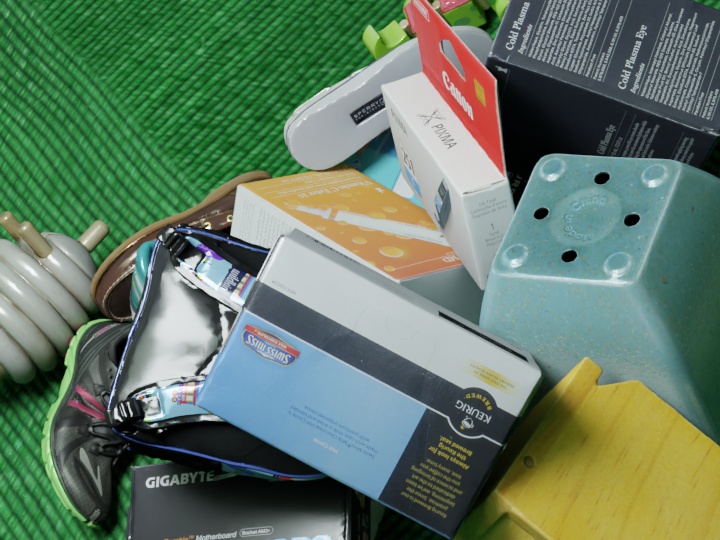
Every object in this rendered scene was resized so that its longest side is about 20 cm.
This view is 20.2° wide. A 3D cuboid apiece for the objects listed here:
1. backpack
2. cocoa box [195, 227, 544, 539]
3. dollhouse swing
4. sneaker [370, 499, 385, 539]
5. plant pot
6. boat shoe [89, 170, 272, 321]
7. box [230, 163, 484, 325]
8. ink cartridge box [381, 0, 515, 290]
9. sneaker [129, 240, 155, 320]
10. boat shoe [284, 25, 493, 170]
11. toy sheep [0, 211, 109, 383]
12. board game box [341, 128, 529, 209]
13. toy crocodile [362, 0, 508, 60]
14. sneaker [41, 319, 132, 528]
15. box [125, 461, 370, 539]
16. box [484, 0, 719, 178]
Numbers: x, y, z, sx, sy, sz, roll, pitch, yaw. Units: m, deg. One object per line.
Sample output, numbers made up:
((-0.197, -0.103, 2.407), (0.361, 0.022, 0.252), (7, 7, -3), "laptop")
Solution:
((-0.075, 0.074, 1.531), (0.200, 0.135, 0.183), (13, 75, 4), "backpack")
((0.006, 0.075, 1.390), (0.200, 0.133, 0.131), (28, 94, 0), "cocoa box")
((0.164, 0.207, 1.444), (0.200, 0.176, 0.182), (39, 62, -2), "dollhouse swing")
((-0.076, 0.202, 1.642), (0.200, 0.073, 0.085), (11, 79, 40), "sneaker")
((0.194, 0.022, 1.496), (0.196, 0.200, 0.196), (5, 55, 32), "plant pot")
((-0.146, -0.015, 1.802), (0.200, 0.070, 0.070), (-35, 47, -4), "boat shoe")
((0.000, 0.000, 1.669), (0.200, 0.124, 0.098), (31, 122, 38), "box")
((0.066, -0.108, 1.592), (0.045, 0.176, 0.200), (-19, 34, -9), "ink cartridge box")
((-0.127, 0.032, 1.672), (0.077, 0.080, 0.200), (-21, 31, -40), "sneaker")
((0.023, -0.155, 1.746), (0.200, 0.071, 0.070), (-31, 24, -1), "boat shoe")
((-0.304, 0.026, 1.842), (0.200, 0.138, 0.138), (-44, 50, -10), "toy sheep")
((0.094, -0.099, 1.744), (0.200, 0.047, 0.151), (22, 74, 37), "board game box")
((0.096, -0.243, 1.820), (0.200, 0.062, 0.068), (-27, 52, 13), "toy crocodile")
((-0.223, 0.127, 1.769), (0.084, 0.077, 0.200), (-12, 58, 28), "sneaker")
((-0.089, 0.241, 1.568), (0.200, 0.050, 0.199), (-8, 68, 22), "box")
((0.189, -0.139, 1.576), (0.182, 0.200, 0.104), (19, 71, 3), "box")
